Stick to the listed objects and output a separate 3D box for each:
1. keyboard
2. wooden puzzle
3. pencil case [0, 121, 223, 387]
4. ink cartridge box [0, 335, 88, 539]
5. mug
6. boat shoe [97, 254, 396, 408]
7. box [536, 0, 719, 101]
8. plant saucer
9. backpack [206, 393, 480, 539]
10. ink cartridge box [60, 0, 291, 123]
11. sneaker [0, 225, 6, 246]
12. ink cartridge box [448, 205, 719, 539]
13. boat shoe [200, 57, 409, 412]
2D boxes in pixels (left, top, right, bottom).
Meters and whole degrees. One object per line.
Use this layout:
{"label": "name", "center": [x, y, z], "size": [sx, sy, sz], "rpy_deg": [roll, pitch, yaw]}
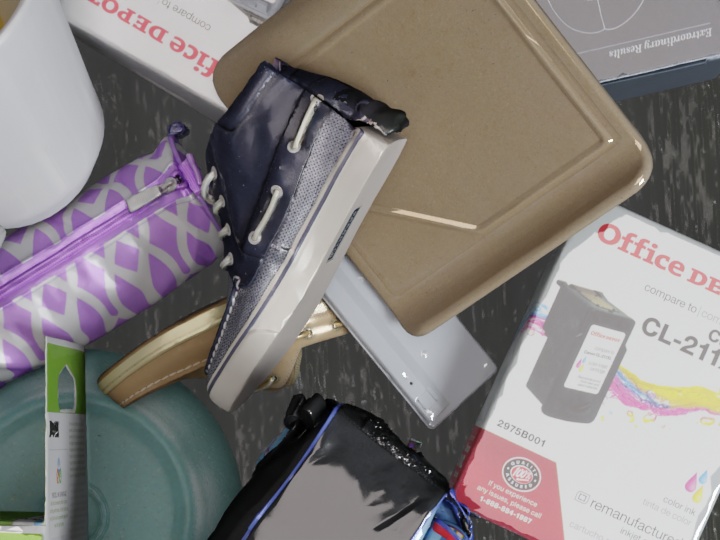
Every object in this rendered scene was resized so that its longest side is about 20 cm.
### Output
{"label": "keyboard", "center": [0.000, 0.000, 1.420], "size": [0.056, 0.011, 0.200], "rpy_deg": [-42, 99, -19]}
{"label": "wooden puzzle", "center": [0.040, -0.087, 1.371], "size": [0.185, 0.037, 0.200], "rpy_deg": [-35, 96, 24]}
{"label": "pencil case", "center": [-0.168, -0.001, 1.440], "size": [0.200, 0.086, 0.084], "rpy_deg": [-33, 84, 0]}
{"label": "ink cartridge box", "center": [-0.200, 0.140, 1.366], "size": [0.075, 0.148, 0.201], "rpy_deg": [0, 86, 3]}
{"label": "mug", "center": [-0.225, -0.116, 1.403], "size": [0.149, 0.153, 0.187], "rpy_deg": [-24, 47, 6]}
{"label": "boat shoe", "center": [-0.058, 0.041, 1.437], "size": [0.199, 0.071, 0.065], "rpy_deg": [-25, 92, -6]}
{"label": "box", "center": [0.125, -0.200, 1.431], "size": [0.148, 0.107, 0.201], "rpy_deg": [-12, 86, 1]}
{"label": "plant saucer", "center": [-0.170, 0.147, 1.456], "size": [0.199, 0.036, 0.201], "rpy_deg": [0, 86, 2]}
{"label": "backpack", "center": [-0.022, 0.169, 1.368], "size": [0.134, 0.200, 0.183], "rpy_deg": [35, 87, 3]}
{"label": "ink cartridge box", "center": [-0.071, -0.198, 1.449], "size": [0.147, 0.086, 0.201], "rpy_deg": [30, 87, 3]}
{"label": "sneaker", "center": [-0.286, -0.022, 1.397], "size": [0.099, 0.200, 0.078], "rpy_deg": [44, 56, -22]}
{"label": "ink cartridge box", "center": [0.155, 0.073, 1.427], "size": [0.145, 0.083, 0.201], "rpy_deg": [24, 88, 3]}
{"label": "boat shoe", "center": [-0.057, -0.025, 1.365], "size": [0.093, 0.075, 0.201], "rpy_deg": [32, 103, 9]}
